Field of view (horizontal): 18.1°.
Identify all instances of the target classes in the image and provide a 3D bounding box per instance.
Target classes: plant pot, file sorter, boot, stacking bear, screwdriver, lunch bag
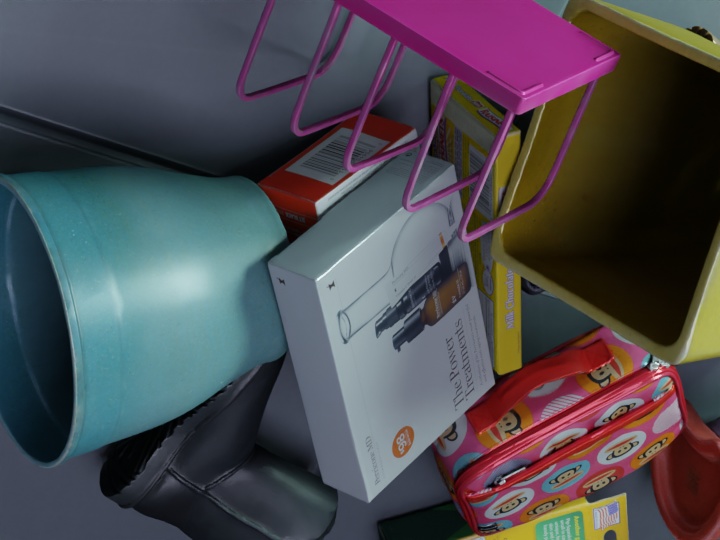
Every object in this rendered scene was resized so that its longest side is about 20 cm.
[{"bbox_3d":[0.245,-0.058,1.566,0.199,0.194,0.197,4,111,-42],"label":"plant pot"},{"bbox_3d":[0.039,-0.127,1.504,0.139,0.199,0.126,-27,145,-54],"label":"file sorter"},{"bbox_3d":[0.228,-0.075,1.700,0.107,0.075,0.200,32,105,-36],"label":"boot"},{"bbox_3d":[0.350,0.159,1.864,0.199,0.121,0.114,-7,120,-24],"label":"stacking bear"},{"bbox_3d":[-0.077,0.134,1.716,0.168,0.077,0.200,32,107,-32],"label":"boot"},{"bbox_3d":[0.143,0.008,1.649,0.028,0.200,0.029,41,83,-13],"label":"screwdriver"},{"bbox_3d":[0.151,0.114,1.743,0.199,0.082,0.176,-28,152,-2],"label":"lunch bag"},{"bbox_3d":[-0.152,0.015,1.559,0.187,0.200,0.201,-14,125,-28],"label":"plant pot"}]

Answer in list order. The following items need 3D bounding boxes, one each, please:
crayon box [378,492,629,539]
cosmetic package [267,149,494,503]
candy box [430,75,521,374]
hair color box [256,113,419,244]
[{"bbox_3d":[0.121,0.243,1.866,0.199,0.052,0.126,-14,124,-9],"label":"crayon box"},{"bbox_3d":[0.019,0.039,1.593,0.151,0.052,0.201,-39,133,-31],"label":"cosmetic package"},{"bbox_3d":[0.085,-0.033,1.655,0.026,0.102,0.201,-15,124,-19],"label":"candy box"},{"bbox_3d":[0.000,0.000,1.644,0.111,0.064,0.201,-38,130,-34],"label":"hair color box"}]
